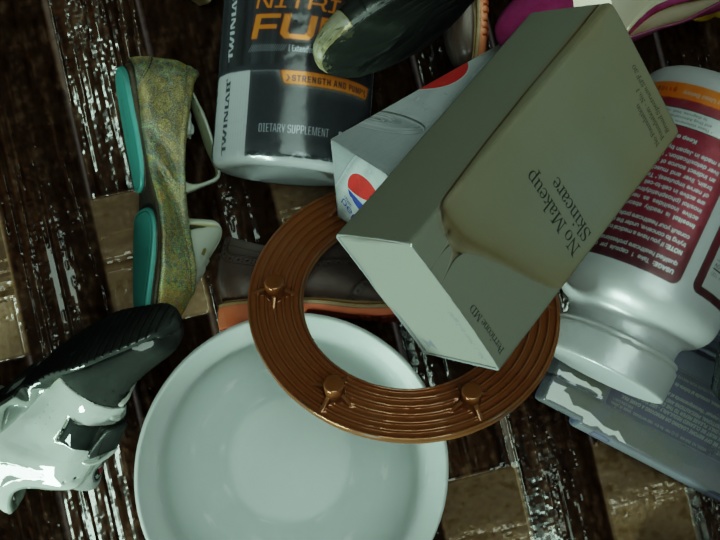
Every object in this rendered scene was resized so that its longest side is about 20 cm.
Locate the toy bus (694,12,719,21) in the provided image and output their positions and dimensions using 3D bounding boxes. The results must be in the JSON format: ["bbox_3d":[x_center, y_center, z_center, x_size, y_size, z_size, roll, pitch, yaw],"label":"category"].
[{"bbox_3d":[0.217,-0.237,0.785,0.198,0.136,0.193,16,99,-7],"label":"toy bus"}]

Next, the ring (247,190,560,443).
[{"bbox_3d":[0.028,0.016,0.712,0.199,0.019,0.202,1,53,-1],"label":"ring"}]

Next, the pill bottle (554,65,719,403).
[{"bbox_3d":[0.200,-0.022,0.742,0.112,0.113,0.201,27,84,-4],"label":"pill bottle"}]

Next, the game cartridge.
[{"bbox_3d":[0.238,0.083,0.812,0.199,0.038,0.130,28,89,-4],"label":"game cartridge"}]

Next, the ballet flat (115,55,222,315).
[{"bbox_3d":[-0.126,-0.047,0.767,0.070,0.071,0.202,-5,88,-6],"label":"ballet flat"}]

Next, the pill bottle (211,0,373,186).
[{"bbox_3d":[-0.041,-0.163,0.758,0.105,0.106,0.202,4,86,-6],"label":"pill bottle"}]

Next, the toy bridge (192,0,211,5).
[{"bbox_3d":[-0.174,-0.261,0.757,0.199,0.027,0.068,30,84,-23],"label":"toy bridge"}]

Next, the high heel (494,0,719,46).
[{"bbox_3d":[0.183,-0.175,0.695,0.198,0.096,0.068,-10,94,1],"label":"high heel"}]

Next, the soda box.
[{"bbox_3d":[0.075,-0.090,0.742,0.199,0.064,0.068,-33,48,-28],"label":"soda box"}]

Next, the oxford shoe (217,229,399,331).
[{"bbox_3d":[0.000,0.000,0.774,0.198,0.071,0.073,-4,83,-6],"label":"oxford shoe"}]

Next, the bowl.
[{"bbox_3d":[-0.047,0.129,0.750,0.199,0.090,0.203,0,88,-6],"label":"bowl"}]

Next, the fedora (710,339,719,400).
[{"bbox_3d":[0.295,0.042,0.745,0.091,0.201,0.201,27,83,29],"label":"fedora"}]

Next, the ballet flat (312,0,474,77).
[{"bbox_3d":[0.043,-0.189,0.721,0.200,0.067,0.057,-40,69,-18],"label":"ballet flat"}]

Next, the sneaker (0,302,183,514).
[{"bbox_3d":[-0.180,0.093,0.736,0.199,0.074,0.089,-30,106,21],"label":"sneaker"}]

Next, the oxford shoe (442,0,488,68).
[{"bbox_3d":[0.043,-0.230,0.791,0.072,0.071,0.202,-14,85,-1],"label":"oxford shoe"}]

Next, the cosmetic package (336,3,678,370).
[{"bbox_3d":[0.091,-0.052,0.661,0.200,0.073,0.104,-51,121,-21],"label":"cosmetic package"}]
